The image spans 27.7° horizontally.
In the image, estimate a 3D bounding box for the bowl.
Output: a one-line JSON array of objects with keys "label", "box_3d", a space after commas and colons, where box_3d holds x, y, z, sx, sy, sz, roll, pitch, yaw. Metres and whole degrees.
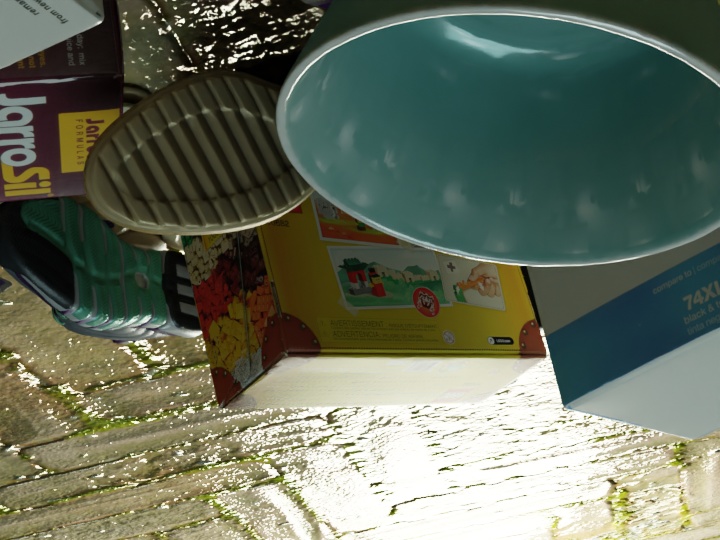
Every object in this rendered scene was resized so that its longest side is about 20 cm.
[{"label": "bowl", "box_3d": [0.069, -0.093, 0.616, 0.198, 0.106, 0.201, 7, 156, 3]}]

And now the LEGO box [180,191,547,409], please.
[{"label": "LEGO box", "box_3d": [0.000, 0.000, 0.885, 0.198, 0.150, 0.077, 3, 150, -36]}]

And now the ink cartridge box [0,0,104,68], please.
[{"label": "ink cartridge box", "box_3d": [-0.205, -0.131, 0.545, 0.198, 0.146, 0.084, -20, 154, 18]}]

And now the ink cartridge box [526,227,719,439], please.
[{"label": "ink cartridge box", "box_3d": [0.190, -0.028, 0.863, 0.145, 0.202, 0.146, -31, 149, 34]}]

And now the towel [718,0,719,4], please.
[{"label": "towel", "box_3d": [0.173, -0.196, 0.623, 0.144, 0.023, 0.200, -58, 148, -1]}]

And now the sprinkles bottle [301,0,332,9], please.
[{"label": "sprinkles bottle", "box_3d": [-0.006, -0.152, 0.677, 0.198, 0.069, 0.068, 8, 149, -36]}]

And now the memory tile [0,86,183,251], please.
[{"label": "memory tile", "box_3d": [-0.168, -0.043, 0.899, 0.152, 0.017, 0.200, -15, 154, 7]}]

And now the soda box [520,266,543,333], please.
[{"label": "soda box", "box_3d": [0.039, 0.015, 1.041, 0.198, 0.072, 0.063, 5, 155, -31]}]

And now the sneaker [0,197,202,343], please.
[{"label": "sneaker", "box_3d": [-0.179, 0.014, 0.913, 0.087, 0.075, 0.200, -17, 156, 24]}]

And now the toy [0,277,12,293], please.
[{"label": "toy", "box_3d": [-0.262, -0.008, 0.752, 0.047, 0.114, 0.200, -60, 178, 16]}]

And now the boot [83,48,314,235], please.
[{"label": "boot", "box_3d": [-0.067, -0.063, 0.731, 0.199, 0.073, 0.166, -23, -171, -28]}]

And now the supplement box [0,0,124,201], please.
[{"label": "supplement box", "box_3d": [-0.215, -0.091, 0.697, 0.198, 0.086, 0.111, -6, 154, -12]}]

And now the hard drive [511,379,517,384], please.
[{"label": "hard drive", "box_3d": [0.049, 0.082, 1.146, 0.130, 0.026, 0.200, 0, 173, 1]}]
